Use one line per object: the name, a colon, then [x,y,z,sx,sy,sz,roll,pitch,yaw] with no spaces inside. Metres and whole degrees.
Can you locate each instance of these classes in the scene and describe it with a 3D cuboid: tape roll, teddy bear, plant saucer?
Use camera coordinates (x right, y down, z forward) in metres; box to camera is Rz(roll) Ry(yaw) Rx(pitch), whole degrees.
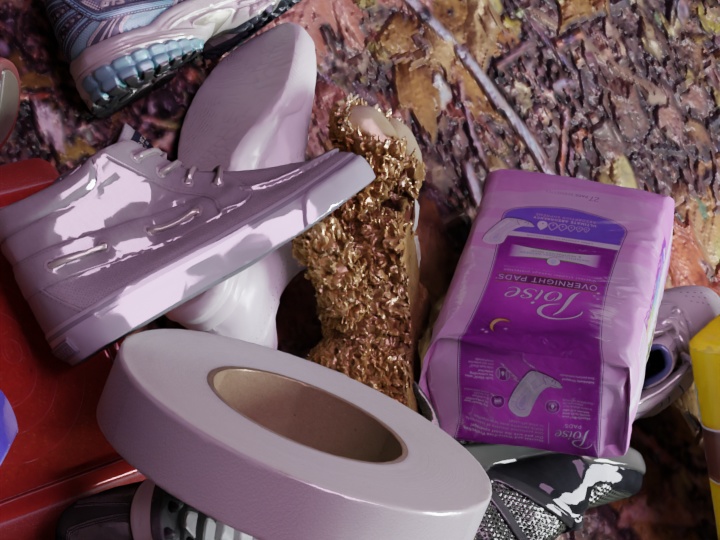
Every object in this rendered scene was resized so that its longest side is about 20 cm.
tape roll: [-0.032,0.087,1.183,0.202,0.203,0.037,11,107,-38]
teddy bear: [0.000,0.000,1.346,0.145,0.066,0.201,-40,128,-73]
plant saucer: [-0.189,0.047,1.199,0.199,0.037,0.201,-18,83,-45]

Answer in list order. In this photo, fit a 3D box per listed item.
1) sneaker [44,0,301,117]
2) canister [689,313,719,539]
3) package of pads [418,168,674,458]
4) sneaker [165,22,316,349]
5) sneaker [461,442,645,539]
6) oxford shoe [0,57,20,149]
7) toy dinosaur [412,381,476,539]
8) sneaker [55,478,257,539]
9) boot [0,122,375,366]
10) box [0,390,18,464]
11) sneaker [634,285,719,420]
sneaker: [-0.096,-0.165,1.348,0.200,0.078,0.087,-33,91,-45]
canister: [0.271,0.121,1.489,0.148,0.086,0.201,-30,113,-55]
package of pads: [0.112,0.020,1.392,0.200,0.120,0.076,-67,160,-54]
sneaker: [-0.056,-0.042,1.344,0.088,0.075,0.201,39,55,-39]
sneaker: [0.088,0.155,1.374,0.199,0.076,0.115,-4,76,-39]
oxford shoe: [-0.248,-0.060,1.162,0.200,0.075,0.071,-36,139,-58]
toy dinosaur: [0.019,0.158,1.265,0.077,0.102,0.201,18,61,-66]
sneaker: [-0.088,0.158,1.219,0.200,0.090,0.067,48,41,-51]
boot: [-0.091,-0.038,1.224,0.200,0.074,0.096,-30,90,-27]
box: [-0.250,0.040,1.069,0.200,0.042,0.119,34,17,-7]
sneaker: [0.178,0.059,1.487,0.200,0.087,0.075,-33,94,-46]
